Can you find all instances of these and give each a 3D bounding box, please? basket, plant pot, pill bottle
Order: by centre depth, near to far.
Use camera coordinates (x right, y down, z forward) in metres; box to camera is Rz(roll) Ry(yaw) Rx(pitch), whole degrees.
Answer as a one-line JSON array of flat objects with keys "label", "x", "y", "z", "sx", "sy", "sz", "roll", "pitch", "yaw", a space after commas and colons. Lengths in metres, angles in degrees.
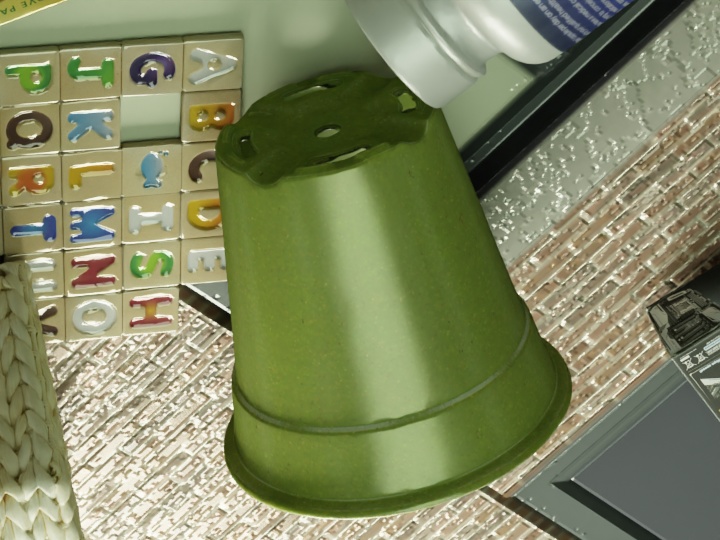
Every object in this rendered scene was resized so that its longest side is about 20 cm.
[{"label": "pill bottle", "x": 0.092, "y": -0.177, "z": 1.343, "sx": 0.200, "sy": 0.120, "sz": 0.120, "roll": -37, "pitch": 128, "yaw": 13}, {"label": "plant pot", "x": 0.000, "y": 0.000, "z": 1.436, "sx": 0.199, "sy": 0.200, "sz": 0.191, "roll": -16, "pitch": 117, "yaw": -3}, {"label": "basket", "x": -0.235, "y": 0.130, "z": 1.442, "sx": 0.160, "sy": 0.200, "sz": 0.199, "roll": -11, "pitch": 131, "yaw": -6}]

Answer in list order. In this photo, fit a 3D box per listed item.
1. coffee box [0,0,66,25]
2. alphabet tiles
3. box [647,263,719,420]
[{"label": "coffee box", "x": -0.187, "y": -0.213, "z": 1.285, "sx": 0.123, "sy": 0.044, "sz": 0.200, "roll": -19, "pitch": 130, "yaw": 0}, {"label": "alphabet tiles", "x": -0.149, "y": -0.040, "z": 1.459, "sx": 0.166, "sy": 0.008, "sz": 0.201, "roll": -6, "pitch": 128, "yaw": -12}, {"label": "box", "x": 0.298, "y": 0.031, "z": 1.603, "sx": 0.200, "sy": 0.050, "sz": 0.158, "roll": -33, "pitch": 129, "yaw": 11}]
